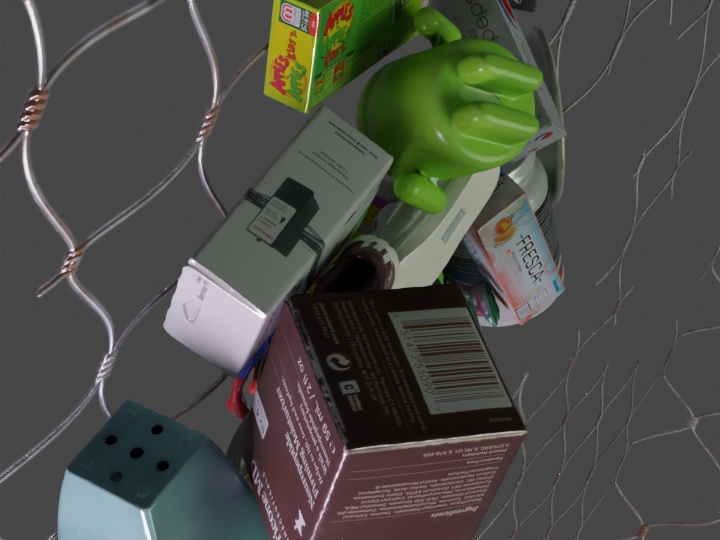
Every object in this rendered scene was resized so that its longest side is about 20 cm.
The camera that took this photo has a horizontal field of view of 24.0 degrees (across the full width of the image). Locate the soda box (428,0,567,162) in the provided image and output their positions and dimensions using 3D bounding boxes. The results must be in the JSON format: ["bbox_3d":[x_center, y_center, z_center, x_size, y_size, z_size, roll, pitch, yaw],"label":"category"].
[{"bbox_3d":[0.125,-0.208,1.614,0.063,0.201,0.068,-25,167,17],"label":"soda box"}]

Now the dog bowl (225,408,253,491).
[{"bbox_3d":[-0.048,0.180,1.646,0.200,0.059,0.201,-26,135,-28],"label":"dog bowl"}]

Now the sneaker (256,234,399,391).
[{"bbox_3d":[-0.040,0.058,1.483,0.201,0.075,0.116,-61,174,7],"label":"sneaker"}]

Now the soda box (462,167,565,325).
[{"bbox_3d":[0.145,-0.028,1.703,0.064,0.068,0.200,-38,146,-5],"label":"soda box"}]

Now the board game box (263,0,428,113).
[{"bbox_3d":[-0.006,-0.227,1.483,0.200,0.047,0.102,-41,149,-46],"label":"board game box"}]

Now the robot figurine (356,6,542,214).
[{"bbox_3d":[0.074,-0.139,1.498,0.115,0.200,0.176,9,82,-31],"label":"robot figurine"}]

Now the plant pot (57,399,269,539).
[{"bbox_3d":[-0.178,0.220,1.475,0.141,0.141,0.200,-50,148,-32],"label":"plant pot"}]

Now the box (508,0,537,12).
[{"bbox_3d":[0.179,-0.380,1.671,0.161,0.049,0.201,-75,176,-51],"label":"box"}]

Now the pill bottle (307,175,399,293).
[{"bbox_3d":[0.000,0.000,1.673,0.104,0.104,0.201,-2,116,-66],"label":"pill bottle"}]

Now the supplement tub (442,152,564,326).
[{"bbox_3d":[0.143,-0.052,1.855,0.140,0.140,0.201,-48,139,-35],"label":"supplement tub"}]

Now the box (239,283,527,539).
[{"bbox_3d":[0.013,0.140,1.419,0.164,0.166,0.200,-4,138,-24],"label":"box"}]

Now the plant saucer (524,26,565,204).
[{"bbox_3d":[0.188,-0.172,1.910,0.200,0.050,0.201,174,-90,-88],"label":"plant saucer"}]

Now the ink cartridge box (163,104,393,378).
[{"bbox_3d":[-0.072,-0.022,1.458,0.200,0.083,0.147,-51,176,-28],"label":"ink cartridge box"}]

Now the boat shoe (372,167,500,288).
[{"bbox_3d":[0.048,-0.041,1.580,0.200,0.068,0.072,-56,148,-4],"label":"boat shoe"}]

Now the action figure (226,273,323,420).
[{"bbox_3d":[-0.067,0.059,1.601,0.065,0.099,0.201,-38,144,-49],"label":"action figure"}]

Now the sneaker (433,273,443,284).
[{"bbox_3d":[0.047,0.035,1.860,0.084,0.077,0.200,-61,158,-18],"label":"sneaker"}]

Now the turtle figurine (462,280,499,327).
[{"bbox_3d":[0.038,0.066,1.756,0.101,0.199,0.150,61,27,-18],"label":"turtle figurine"}]
